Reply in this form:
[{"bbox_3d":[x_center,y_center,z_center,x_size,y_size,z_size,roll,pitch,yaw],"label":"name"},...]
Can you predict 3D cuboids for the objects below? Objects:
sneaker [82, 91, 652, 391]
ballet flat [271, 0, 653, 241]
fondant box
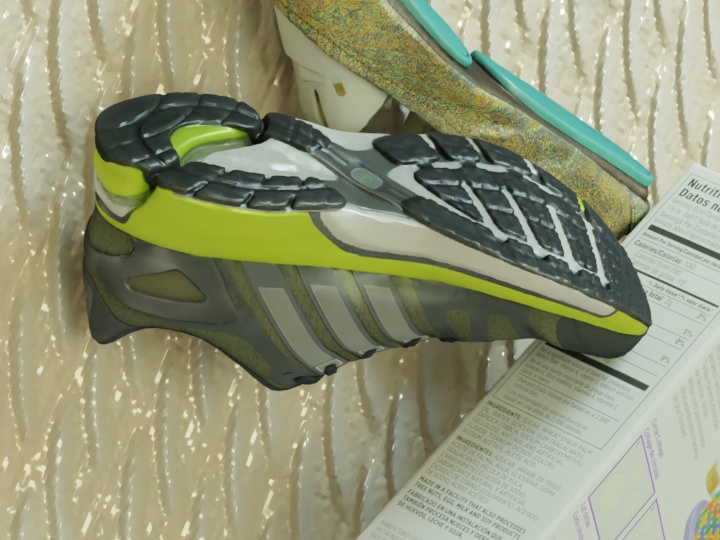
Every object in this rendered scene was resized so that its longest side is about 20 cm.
[{"bbox_3d":[0.000,0.000,0.888,0.200,0.074,0.081,13,125,-16],"label":"sneaker"},{"bbox_3d":[0.020,-0.059,0.927,0.200,0.071,0.071,37,71,-31],"label":"ballet flat"},{"bbox_3d":[0.093,0.082,0.960,0.200,0.058,0.144,-45,142,-25],"label":"fondant box"}]
